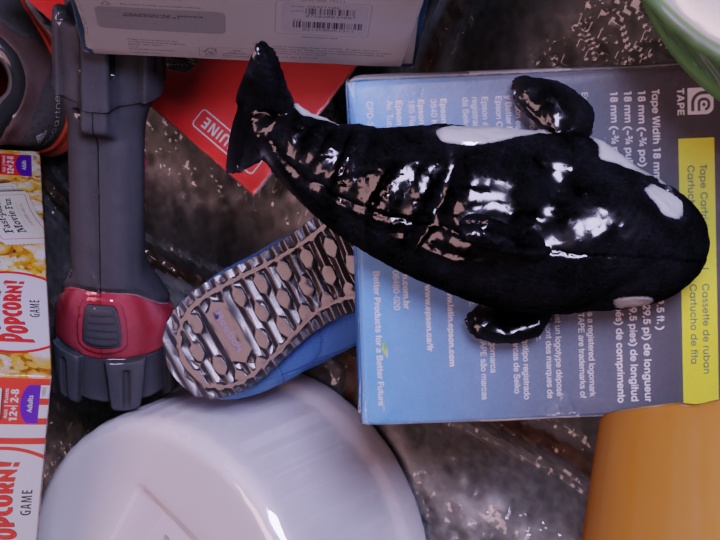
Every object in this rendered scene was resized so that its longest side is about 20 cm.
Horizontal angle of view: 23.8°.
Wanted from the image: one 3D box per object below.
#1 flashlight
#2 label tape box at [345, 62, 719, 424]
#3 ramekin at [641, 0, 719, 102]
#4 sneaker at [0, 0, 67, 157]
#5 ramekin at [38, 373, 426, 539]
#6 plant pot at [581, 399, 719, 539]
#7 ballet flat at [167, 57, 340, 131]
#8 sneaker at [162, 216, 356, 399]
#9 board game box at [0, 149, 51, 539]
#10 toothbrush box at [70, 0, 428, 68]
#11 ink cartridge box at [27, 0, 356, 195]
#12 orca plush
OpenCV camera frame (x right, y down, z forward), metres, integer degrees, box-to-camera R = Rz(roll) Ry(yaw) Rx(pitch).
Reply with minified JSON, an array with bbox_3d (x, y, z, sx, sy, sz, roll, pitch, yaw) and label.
[{"bbox_3d":[-0.116,-0.034,0.807,0.067,0.068,0.202,30,128,39],"label":"flashlight"},{"bbox_3d":[0.095,-0.014,0.730,0.197,0.063,0.146,-2,96,1],"label":"label tape box"},{"bbox_3d":[0.182,-0.150,0.620,0.198,0.098,0.203,0,89,22],"label":"ramekin"},{"bbox_3d":[-0.227,-0.146,0.930,0.200,0.082,0.077,49,119,19],"label":"sneaker"},{"bbox_3d":[-0.072,0.153,0.858,0.199,0.097,0.203,5,99,33],"label":"ramekin"},{"bbox_3d":[0.159,0.144,0.653,0.198,0.199,0.186,-8,80,34],"label":"plant pot"},{"bbox_3d":[-0.067,-0.107,0.844,0.199,0.068,0.076,35,99,28],"label":"ballet flat"},{"bbox_3d":[0.000,0.000,0.815,0.198,0.078,0.067,-26,87,14],"label":"sneaker"},{"bbox_3d":[-0.185,0.054,0.863,0.201,0.046,0.153,-109,26,-55],"label":"board game box"},{"bbox_3d":[-0.042,-0.195,0.712,0.144,0.085,0.203,3,73,-3],"label":"toothbrush box"},{"bbox_3d":[-0.066,-0.165,0.801,0.200,0.045,0.177,40,89,23],"label":"ink cartridge box"},{"bbox_3d":[0.043,-0.033,0.661,0.199,0.071,0.106,31,96,-2],"label":"orca plush"}]
